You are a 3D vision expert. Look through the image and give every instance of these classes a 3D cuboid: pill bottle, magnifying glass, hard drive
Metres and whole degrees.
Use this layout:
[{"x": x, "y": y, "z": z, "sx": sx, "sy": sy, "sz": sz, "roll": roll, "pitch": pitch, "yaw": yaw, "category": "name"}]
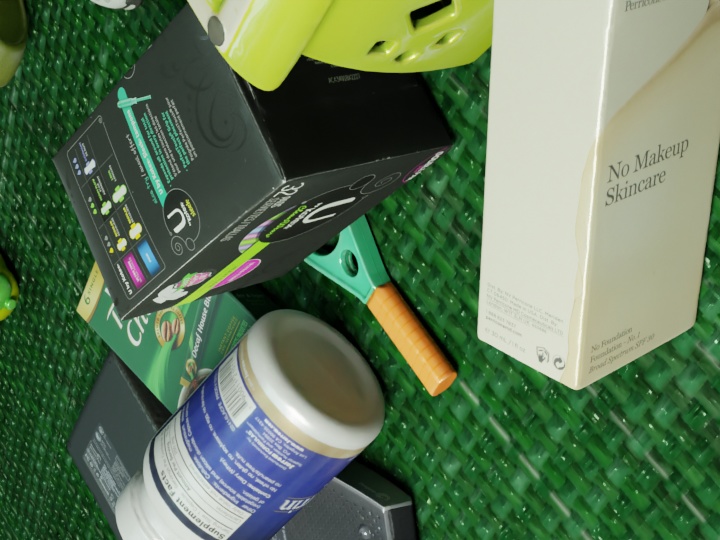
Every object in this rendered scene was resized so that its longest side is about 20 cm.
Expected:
[{"x": -0.084, "y": 0.131, "z": 0.952, "sx": 0.200, "sy": 0.115, "sz": 0.116, "roll": -46, "pitch": 68, "yaw": 27, "category": "pill bottle"}, {"x": 0.000, "y": 0.000, "z": 0.909, "sx": 0.200, "sy": 0.022, "sz": 0.080, "roll": 53, "pitch": 141, "yaw": 21, "category": "magnifying glass"}, {"x": -0.220, "y": 0.174, "z": 1.277, "sx": 0.140, "sy": 0.033, "sz": 0.200, "roll": 56, "pitch": 143, "yaw": 17, "category": "hard drive"}, {"x": -0.026, "y": 0.200, "z": 1.026, "sx": 0.199, "sy": 0.042, "sz": 0.136, "roll": 14, "pitch": 118, "yaw": 50, "category": "hard drive"}]

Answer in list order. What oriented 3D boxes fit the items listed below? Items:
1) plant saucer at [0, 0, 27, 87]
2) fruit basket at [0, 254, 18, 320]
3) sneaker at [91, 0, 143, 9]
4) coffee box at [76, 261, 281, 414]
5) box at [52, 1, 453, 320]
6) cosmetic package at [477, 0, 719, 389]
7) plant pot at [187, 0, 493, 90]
[{"x": -0.335, "y": -0.254, "z": 1.126, "sx": 0.200, "sy": 0.031, "sz": 0.201, "roll": -21, "pitch": -90, "yaw": -81, "category": "plant saucer"}, {"x": -0.454, "y": 0.004, "z": 1.421, "sx": 0.215, "sy": 0.154, "sz": 0.218, "roll": 169, "pitch": 90, "yaw": -70, "category": "fruit basket"}, {"x": -0.260, "y": -0.248, "z": 1.046, "sx": 0.200, "sy": 0.115, "sz": 0.076, "roll": 36, "pitch": 133, "yaw": 37, "category": "sneaker"}, {"x": -0.145, "y": 0.038, "z": 1.070, "sx": 0.200, "sy": 0.044, "sz": 0.124, "roll": 42, "pitch": 117, "yaw": 33, "category": "coffee box"}, {"x": -0.073, "y": -0.074, "z": 0.837, "sx": 0.200, "sy": 0.148, "sz": 0.125, "roll": -36, "pitch": 76, "yaw": 45, "category": "box"}, {"x": 0.119, "y": -0.056, "z": 0.654, "sx": 0.073, "sy": 0.103, "sz": 0.201, "roll": 28, "pitch": 130, "yaw": 41, "category": "cosmetic package"}, {"x": -0.008, "y": -0.220, "z": 0.672, "sx": 0.201, "sy": 0.181, "sz": 0.199, "roll": 59, "pitch": 144, "yaw": 15, "category": "plant pot"}]
